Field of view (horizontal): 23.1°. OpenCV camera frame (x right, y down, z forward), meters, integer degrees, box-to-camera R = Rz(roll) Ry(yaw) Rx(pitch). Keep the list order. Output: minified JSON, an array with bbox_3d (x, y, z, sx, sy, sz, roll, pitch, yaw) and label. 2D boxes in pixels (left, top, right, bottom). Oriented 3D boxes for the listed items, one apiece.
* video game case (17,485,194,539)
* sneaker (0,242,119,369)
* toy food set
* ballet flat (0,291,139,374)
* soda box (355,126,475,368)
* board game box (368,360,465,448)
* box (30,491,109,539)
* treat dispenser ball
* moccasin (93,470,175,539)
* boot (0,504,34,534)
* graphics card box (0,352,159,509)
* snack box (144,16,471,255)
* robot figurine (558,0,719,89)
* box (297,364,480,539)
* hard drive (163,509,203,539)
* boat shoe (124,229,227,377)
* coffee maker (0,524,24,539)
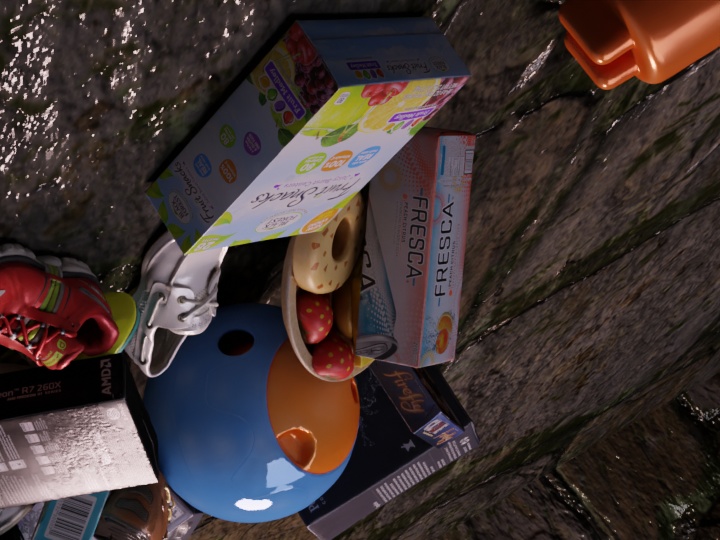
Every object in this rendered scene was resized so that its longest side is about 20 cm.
[{"bbox_3d":[-0.284,0.245,1.736,0.200,0.143,0.019,-37,-162,13],"label":"video game case"},{"bbox_3d":[-0.241,0.033,1.293,0.077,0.085,0.200,-42,162,21],"label":"sneaker"},{"bbox_3d":[0.000,0.000,1.543,0.198,0.049,0.200,-29,123,-50],"label":"toy food set"},{"bbox_3d":[-0.268,0.079,1.424,0.200,0.067,0.067,-37,141,18],"label":"ballet flat"},{"bbox_3d":[0.046,-0.022,1.498,0.068,0.200,0.064,10,-171,33],"label":"soda box"},{"bbox_3d":[0.023,0.073,1.691,0.035,0.200,0.135,-35,164,4],"label":"board game box"},{"bbox_3d":[-0.258,0.205,1.596,0.200,0.049,0.082,-148,-102,-83],"label":"box"},{"bbox_3d":[-0.100,0.131,1.620,0.201,0.201,0.201,-30,163,-10],"label":"treat dispenser ball"},{"bbox_3d":[-0.208,0.220,1.633,0.201,0.074,0.078,102,14,-69],"label":"moccasin"},{"bbox_3d":[-0.372,0.200,1.545,0.203,0.074,0.154,-33,161,-6],"label":"boot"},{"bbox_3d":[-0.269,0.134,1.402,0.200,0.051,0.126,-10,140,3],"label":"graphics card box"},{"bbox_3d":[-0.038,-0.102,1.320,0.169,0.068,0.200,-13,156,-51],"label":"snack box"},{"bbox_3d":[0.260,-0.230,1.428,0.200,0.144,0.117,-32,-157,-3],"label":"robot figurine"},{"bbox_3d":[-0.012,0.140,1.819,0.200,0.197,0.117,-33,163,-2],"label":"box"},{"bbox_3d":[-0.231,0.257,1.849,0.042,0.135,0.200,12,136,-34],"label":"hard drive"},{"bbox_3d":[-0.145,0.021,1.461,0.071,0.069,0.200,-19,158,-35],"label":"boat shoe"},{"bbox_3d":[-0.394,0.319,1.628,0.200,0.135,0.192,-24,-174,-10],"label":"coffee maker"}]
